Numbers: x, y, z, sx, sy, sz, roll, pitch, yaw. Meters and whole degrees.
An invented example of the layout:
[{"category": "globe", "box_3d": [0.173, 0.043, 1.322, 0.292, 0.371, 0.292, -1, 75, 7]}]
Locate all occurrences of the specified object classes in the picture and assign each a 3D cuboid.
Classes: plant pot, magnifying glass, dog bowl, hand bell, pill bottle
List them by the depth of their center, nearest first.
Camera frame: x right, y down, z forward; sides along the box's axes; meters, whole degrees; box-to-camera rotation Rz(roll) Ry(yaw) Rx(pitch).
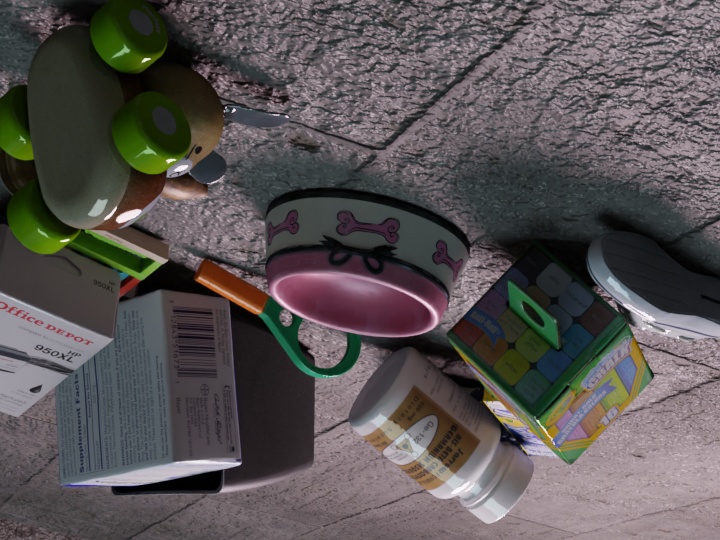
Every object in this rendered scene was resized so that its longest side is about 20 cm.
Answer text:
[{"category": "hand bell", "box_3d": [-0.204, -0.091, 1.416, 0.103, 0.106, 0.199, -5, 166, 39]}, {"category": "dog bowl", "box_3d": [0.000, 0.000, 1.533, 0.198, 0.075, 0.200, 11, 160, 4]}, {"category": "magnifying glass", "box_3d": [-0.086, 0.047, 1.724, 0.199, 0.080, 0.022, 31, 158, -21]}, {"category": "pill bottle", "box_3d": [0.094, 0.189, 1.840, 0.200, 0.115, 0.114, 40, 153, -11]}, {"category": "plant pot", "box_3d": [-0.160, 0.162, 1.904, 0.199, 0.202, 0.176, -8, 167, 42]}]

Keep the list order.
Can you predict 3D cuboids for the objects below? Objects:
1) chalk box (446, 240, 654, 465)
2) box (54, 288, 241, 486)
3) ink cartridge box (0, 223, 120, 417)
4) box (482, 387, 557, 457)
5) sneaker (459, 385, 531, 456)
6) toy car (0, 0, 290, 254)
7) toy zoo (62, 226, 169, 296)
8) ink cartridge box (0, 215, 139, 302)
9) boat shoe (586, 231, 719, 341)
[{"category": "chalk box", "box_3d": [0.170, 0.071, 1.492, 0.124, 0.124, 0.200, 44, 178, 30]}, {"category": "box", "box_3d": [-0.236, 0.133, 1.784, 0.199, 0.186, 0.104, -15, 165, 41]}, {"category": "ink cartridge box", "box_3d": [-0.358, 0.055, 1.674, 0.144, 0.085, 0.199, 25, 137, -31]}, {"category": "box", "box_3d": [0.194, 0.146, 1.823, 0.064, 0.071, 0.200, 1, 157, 21]}, {"category": "sneaker", "box_3d": [0.120, 0.170, 1.950, 0.198, 0.078, 0.085, 22, 169, -7]}, {"category": "toy car", "box_3d": [-0.154, -0.100, 1.262, 0.164, 0.159, 0.199, -31, 155, 36]}, {"category": "toy zoo", "box_3d": [-0.307, 0.002, 1.692, 0.130, 0.021, 0.199, 26, 137, -32]}, {"category": "ink cartridge box", "box_3d": [-0.370, 0.003, 1.790, 0.198, 0.048, 0.197, 21, 158, -28]}, {"category": "boat shoe", "box_3d": [0.259, 0.027, 1.449, 0.199, 0.074, 0.067, 25, 142, -34]}]
